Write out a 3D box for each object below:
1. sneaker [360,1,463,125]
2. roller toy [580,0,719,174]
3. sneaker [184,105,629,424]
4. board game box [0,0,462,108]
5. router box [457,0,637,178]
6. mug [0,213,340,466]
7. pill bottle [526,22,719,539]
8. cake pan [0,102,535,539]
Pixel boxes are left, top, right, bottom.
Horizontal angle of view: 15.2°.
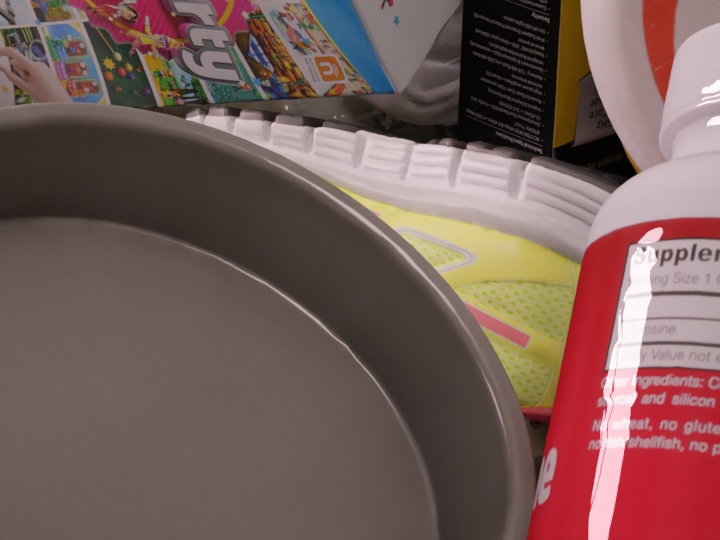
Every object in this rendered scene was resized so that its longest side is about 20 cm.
[{"bbox_3d":[0.084,-0.128,1.001,0.199,0.100,0.078,-28,57,-28],"label":"sneaker"},{"bbox_3d":[0.164,-0.095,0.802,0.181,0.201,0.140,7,28,14],"label":"roller toy"},{"bbox_3d":[0.000,0.000,0.857,0.078,0.091,0.199,9,2,-43],"label":"sneaker"},{"bbox_3d":[-0.082,-0.130,0.900,0.199,0.148,0.064,-1,40,35],"label":"board game box"},{"bbox_3d":[0.120,-0.120,0.934,0.199,0.150,0.051,-20,32,-39],"label":"router box"},{"bbox_3d":[-0.077,0.043,0.807,0.152,0.150,0.187,15,54,-4],"label":"mug"},{"bbox_3d":[0.104,0.042,0.691,0.112,0.112,0.201,12,72,4],"label":"pill bottle"},{"bbox_3d":[-0.051,0.039,0.703,0.199,0.037,0.201,16,42,-15],"label":"cake pan"}]
